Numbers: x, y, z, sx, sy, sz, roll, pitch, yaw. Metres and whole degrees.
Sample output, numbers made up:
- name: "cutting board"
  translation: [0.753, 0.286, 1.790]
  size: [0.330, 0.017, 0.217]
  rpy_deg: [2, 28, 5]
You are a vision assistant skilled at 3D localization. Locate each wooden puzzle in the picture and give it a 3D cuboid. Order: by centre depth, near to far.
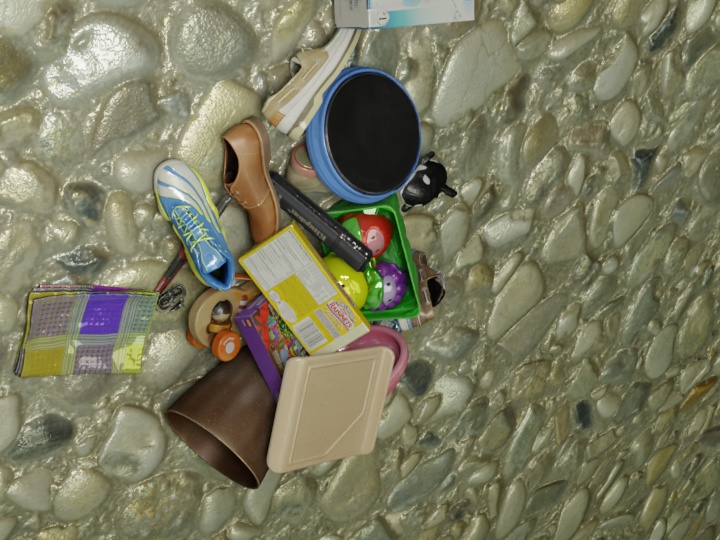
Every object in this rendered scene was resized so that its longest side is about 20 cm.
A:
- name: "wooden puzzle"
  translation: [-0.047, 0.206, 1.716]
  size: [0.198, 0.037, 0.188]
  rpy_deg: [-2, 112, -40]

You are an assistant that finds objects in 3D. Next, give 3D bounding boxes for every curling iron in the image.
- name: "curling iron"
  translation: [-0.242, -0.026, 1.647]
  size: [0.049, 0.026, 0.202]
  rpy_deg: [26, 99, -27]

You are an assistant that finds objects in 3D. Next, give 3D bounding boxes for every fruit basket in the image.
- name: "fruit basket"
  translation: [0.000, 0.000, 1.751]
  size: [0.215, 0.153, 0.220]
  rpy_deg: [-5, 90, -69]

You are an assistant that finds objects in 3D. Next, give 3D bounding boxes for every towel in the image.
- name: "towel"
  translation: [-0.385, 0.088, 1.594]
  size: [0.198, 0.023, 0.145]
  rpy_deg: [3, 115, -38]

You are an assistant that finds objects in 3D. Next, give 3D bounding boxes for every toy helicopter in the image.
- name: "toy helicopter"
  translation: [-0.184, 0.035, 1.730]
  size: [0.199, 0.078, 0.134]
  rpy_deg: [-35, 129, -34]

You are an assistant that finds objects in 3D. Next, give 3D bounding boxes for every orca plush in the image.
- name: "orca plush"
  translation: [0.118, -0.125, 1.804]
  size: [0.106, 0.070, 0.200]
  rpy_deg: [-61, 172, 3]

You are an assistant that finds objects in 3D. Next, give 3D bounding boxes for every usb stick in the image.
- name: "usb stick"
  translation: [-0.063, -0.072, 1.663]
  size: [0.033, 0.199, 0.056]
  rpy_deg: [-49, 178, -22]

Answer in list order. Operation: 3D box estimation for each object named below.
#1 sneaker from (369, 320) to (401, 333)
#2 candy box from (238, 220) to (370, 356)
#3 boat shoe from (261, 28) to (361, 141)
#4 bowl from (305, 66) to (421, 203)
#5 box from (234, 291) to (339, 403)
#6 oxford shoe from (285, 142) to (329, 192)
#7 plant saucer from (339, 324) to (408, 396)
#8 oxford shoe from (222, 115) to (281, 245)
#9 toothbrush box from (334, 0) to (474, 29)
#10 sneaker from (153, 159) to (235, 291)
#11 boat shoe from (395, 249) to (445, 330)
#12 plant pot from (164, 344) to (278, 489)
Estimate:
- name: "sneaker"
  translation: [0.055, 0.062, 1.941]
  size: [0.077, 0.086, 0.203]
  rpy_deg: [-19, 130, -31]
- name: "candy box"
  translation: [-0.081, 0.033, 1.663]
  size: [0.101, 0.026, 0.201]
  rpy_deg: [-31, 107, 16]
- name: "boat shoe"
  translation: [-0.066, -0.281, 1.588]
  size: [0.068, 0.075, 0.202]
  rpy_deg: [32, 71, -8]
- name: "bowl"
  translation: [0.010, -0.201, 1.677]
  size: [0.198, 0.039, 0.204]
  rpy_deg: [-1, 91, -37]
- name: "box"
  translation: [-0.102, 0.117, 1.738]
  size: [0.137, 0.039, 0.202]
  rpy_deg: [-46, 120, -44]
- name: "oxford shoe"
  translation: [-0.033, -0.162, 1.729]
  size: [0.198, 0.071, 0.074]
  rpy_deg: [-10, 147, -35]
- name: "plant saucer"
  translation: [-0.011, 0.169, 1.867]
  size: [0.199, 0.200, 0.051]
  rpy_deg: [-34, 122, -19]
- name: "oxford shoe"
  translation: [-0.163, -0.117, 1.624]
  size: [0.071, 0.071, 0.203]
  rpy_deg: [-29, 125, -31]
- name: "toothbrush box"
  translation: [0.062, -0.417, 1.578]
  size: [0.198, 0.085, 0.149]
  rpy_deg: [-13, 109, -37]
- name: "sneaker"
  translation: [-0.219, -0.057, 1.567]
  size: [0.075, 0.105, 0.202]
  rpy_deg: [-31, 122, -12]
- name: "boat shoe"
  translation: [0.106, 0.032, 1.897]
  size: [0.071, 0.201, 0.073]
  rpy_deg: [-7, 125, 14]
- name: "plant pot"
  translation: [-0.174, 0.206, 1.783]
  size: [0.201, 0.185, 0.188]
  rpy_deg: [-51, 142, -23]
